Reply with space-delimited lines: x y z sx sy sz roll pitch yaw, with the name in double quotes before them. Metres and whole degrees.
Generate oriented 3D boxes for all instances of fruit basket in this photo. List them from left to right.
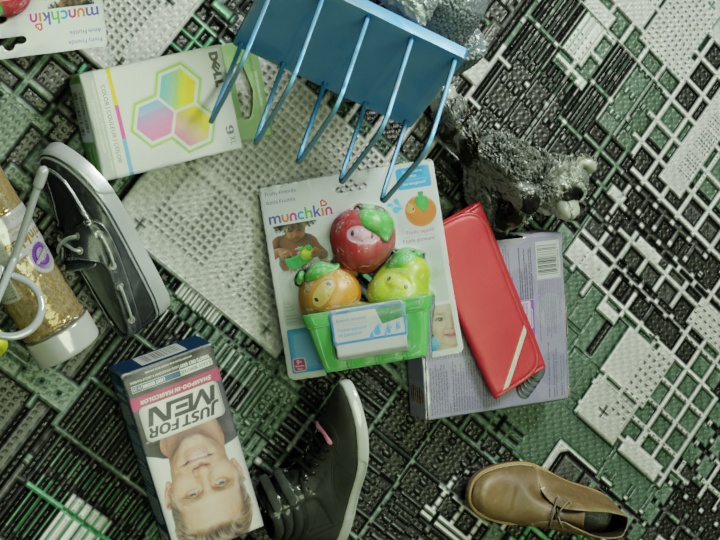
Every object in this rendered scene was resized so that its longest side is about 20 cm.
"fruit basket" -0.330 -0.295 1.312 0.184 0.094 0.202 -10 102 -22
"fruit basket" 0.000 0.000 1.460 0.183 0.094 0.202 -9 95 3

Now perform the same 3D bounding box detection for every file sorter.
"file sorter" -0.026 -0.170 1.347 0.199 0.139 0.123 23 62 -11

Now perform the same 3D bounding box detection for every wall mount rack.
"wall mount rack" -0.368 -0.025 1.280 0.198 0.075 0.175 20 69 -6

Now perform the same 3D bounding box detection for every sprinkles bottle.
"sprinkles bottle" -0.325 -0.007 1.355 0.068 0.068 0.201 -33 107 -17

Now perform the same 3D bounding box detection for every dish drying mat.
"dish drying mat" 0.135 0.032 1.534 0.076 0.018 0.201 -28 105 -18

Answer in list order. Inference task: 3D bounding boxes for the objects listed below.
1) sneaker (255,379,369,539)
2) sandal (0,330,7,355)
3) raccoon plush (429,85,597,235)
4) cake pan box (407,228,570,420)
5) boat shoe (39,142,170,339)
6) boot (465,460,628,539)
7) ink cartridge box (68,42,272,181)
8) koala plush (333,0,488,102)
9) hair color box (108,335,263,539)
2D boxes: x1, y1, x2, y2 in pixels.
"sneaker" -0.053 0.204 1.468 0.098 0.071 0.201 -4 122 -23
"sandal" -0.430 0.045 1.320 0.198 0.080 0.088 -1 66 -19
"raccoon plush" 0.175 -0.136 1.549 0.134 0.096 0.201 -32 105 -33
"cake pan box" 0.138 0.054 1.573 0.183 0.052 0.202 -8 99 -25
"boat shoe" -0.259 -0.025 1.376 0.068 0.071 0.201 -43 118 -33
"boot" 0.214 0.263 1.614 0.198 0.075 0.074 14 92 -23
"ink cartridge box" -0.177 -0.161 1.408 0.198 0.059 0.105 -15 101 -22
"koala plush" 0.058 -0.273 1.423 0.176 0.200 0.185 -17 102 -21
"hair color box" -0.175 0.178 1.443 0.099 0.060 0.202 -20 103 -20
